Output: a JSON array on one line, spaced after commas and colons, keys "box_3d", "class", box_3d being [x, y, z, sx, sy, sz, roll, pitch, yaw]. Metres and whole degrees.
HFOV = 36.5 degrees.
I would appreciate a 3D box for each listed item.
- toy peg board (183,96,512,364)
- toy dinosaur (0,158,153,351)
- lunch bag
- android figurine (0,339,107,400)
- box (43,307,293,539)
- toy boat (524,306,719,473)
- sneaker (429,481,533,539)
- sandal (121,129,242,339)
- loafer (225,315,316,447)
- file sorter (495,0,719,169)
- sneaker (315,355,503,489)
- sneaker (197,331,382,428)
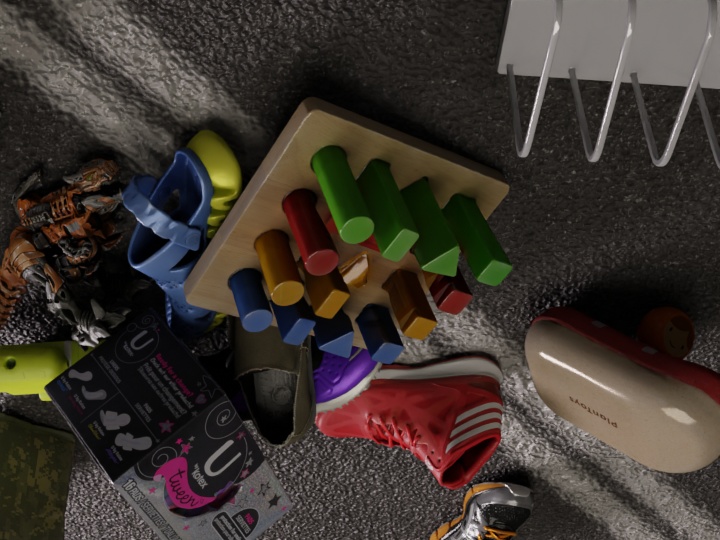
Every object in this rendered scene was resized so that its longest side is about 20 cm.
[{"box_3d": [0.000, 0.000, 0.845, 0.199, 0.098, 0.200, 17, 124, -34], "class": "toy peg board"}, {"box_3d": [-0.247, -0.012, 0.921, 0.136, 0.102, 0.200, 45, 142, -12], "class": "toy dinosaur"}, {"box_3d": [-0.400, 0.273, 1.167, 0.117, 0.165, 0.200, 23, 134, -30], "class": "lunch bag"}, {"box_3d": [-0.282, 0.094, 1.017, 0.198, 0.041, 0.182, -1, 167, -1], "class": "android figurine"}, {"box_3d": [-0.157, 0.154, 0.940, 0.115, 0.132, 0.201, -39, 142, -14], "class": "box"}, {"box_3d": [0.254, 0.086, 0.979, 0.199, 0.131, 0.131, 29, 154, 37], "class": "toy boat"}, {"box_3d": [0.143, 0.312, 1.262, 0.078, 0.078, 0.201, 16, 135, -13], "class": "sneaker"}, {"box_3d": [-0.151, -0.021, 0.883, 0.087, 0.079, 0.201, -22, 139, -29], "class": "sandal"}, {"box_3d": [-0.076, 0.064, 0.949, 0.074, 0.070, 0.202, -10, 106, 6], "class": "loafer"}, {"box_3d": [0.201, -0.148, 0.714, 0.198, 0.125, 0.139, 4, 138, -2], "class": "file sorter"}, {"box_3d": [0.043, 0.156, 1.061, 0.199, 0.116, 0.078, -18, 135, 20], "class": "sneaker"}, {"box_3d": [-0.076, 0.087, 1.023, 0.199, 0.070, 0.100, -22, 131, 23], "class": "sneaker"}]
